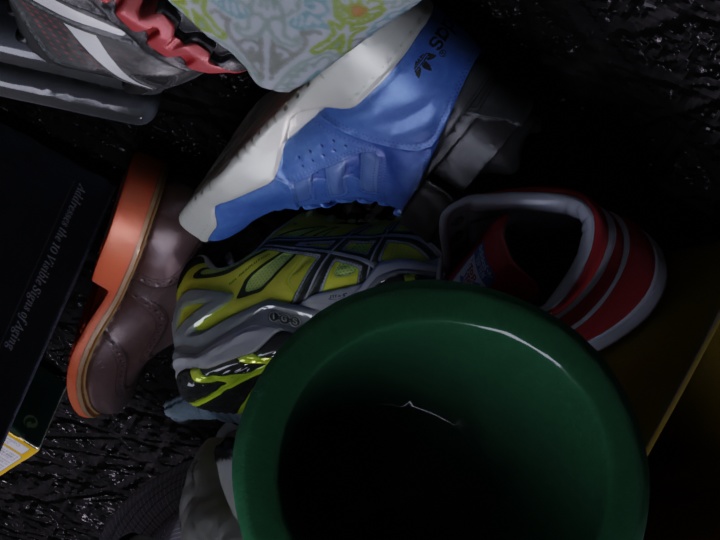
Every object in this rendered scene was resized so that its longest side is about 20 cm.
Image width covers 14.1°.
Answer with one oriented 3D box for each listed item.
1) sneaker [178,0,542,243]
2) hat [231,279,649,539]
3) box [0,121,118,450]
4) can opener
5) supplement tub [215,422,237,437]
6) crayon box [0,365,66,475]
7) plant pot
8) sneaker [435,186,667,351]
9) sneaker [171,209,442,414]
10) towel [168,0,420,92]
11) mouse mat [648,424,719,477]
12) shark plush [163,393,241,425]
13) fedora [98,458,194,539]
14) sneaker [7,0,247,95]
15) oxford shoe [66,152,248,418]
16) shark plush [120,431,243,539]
[{"bbox_3d":[0.003,-0.043,1.333,0.111,0.077,0.200,39,136,-10],"label":"sneaker"},{"bbox_3d":[0.013,0.099,1.287,0.199,0.166,0.176,12,168,-4],"label":"hat"},{"bbox_3d":[-0.254,0.011,1.433,0.196,0.200,0.124,28,147,-10],"label":"box"},{"bbox_3d":[-0.184,-0.123,1.354,0.199,0.067,0.053,12,147,-11],"label":"can opener"},{"bbox_3d":[-0.050,0.190,1.575,0.132,0.200,0.132,14,145,10],"label":"supplement tub"},{"bbox_3d":[-0.272,0.082,1.671,0.126,0.052,0.200,34,143,-19],"label":"crayon box"},{"bbox_3d":[0.123,0.115,1.400,0.176,0.200,0.200,4,142,43],"label":"plant pot"},{"bbox_3d":[0.039,0.034,1.300,0.200,0.071,0.112,-39,156,7],"label":"sneaker"},{"bbox_3d":[0.000,0.000,1.383,0.199,0.077,0.075,-18,153,6],"label":"sneaker"},{"bbox_3d":[-0.043,-0.178,1.180,0.200,0.048,0.171,42,134,-19],"label":"towel"},{"bbox_3d":[0.177,0.132,1.549,0.199,0.008,0.161,14,145,8],"label":"mouse mat"},{"bbox_3d":[-0.041,0.039,1.514,0.083,0.091,0.200,53,156,-4],"label":"shark plush"},{"bbox_3d":[-0.035,0.158,1.465,0.200,0.177,0.090,55,150,20],"label":"fedora"},{"bbox_3d":[-0.135,-0.143,1.273,0.200,0.071,0.098,37,140,-25],"label":"sneaker"},{"bbox_3d":[-0.104,0.021,1.488,0.072,0.071,0.200,17,146,-4],"label":"oxford shoe"},{"bbox_3d":[-0.021,0.154,1.364,0.200,0.083,0.091,46,114,27],"label":"shark plush"}]
